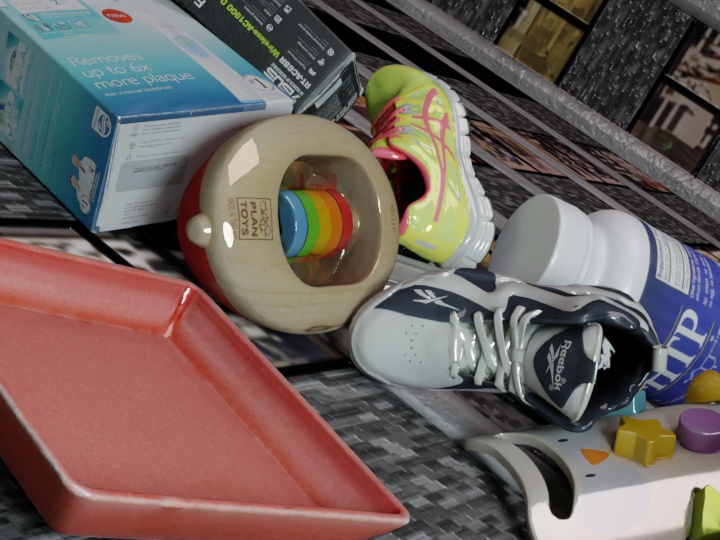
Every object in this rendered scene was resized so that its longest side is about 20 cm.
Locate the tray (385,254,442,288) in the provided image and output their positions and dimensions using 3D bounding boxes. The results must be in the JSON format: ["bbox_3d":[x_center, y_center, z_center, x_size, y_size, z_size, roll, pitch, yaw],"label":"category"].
[{"bbox_3d":[0.000,0.000,1.094,0.198,0.022,0.108,18,18,-14],"label":"tray"}]

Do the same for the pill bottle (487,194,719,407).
[{"bbox_3d":[0.199,0.024,1.168,0.198,0.121,0.120,25,15,-24],"label":"pill bottle"}]

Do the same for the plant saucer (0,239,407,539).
[{"bbox_3d":[-0.103,0.057,0.690,0.198,0.037,0.200,15,22,-48],"label":"plant saucer"}]

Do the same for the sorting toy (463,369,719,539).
[{"bbox_3d":[0.161,0.134,0.942,0.178,0.108,0.200,3,25,-23],"label":"sorting toy"}]

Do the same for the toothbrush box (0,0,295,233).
[{"bbox_3d":[-0.163,-0.119,1.021,0.145,0.086,0.200,-10,40,-43],"label":"toothbrush box"}]

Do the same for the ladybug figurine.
[{"bbox_3d":[-0.049,-0.028,0.972,0.071,0.138,0.199,-5,-4,33],"label":"ladybug figurine"}]

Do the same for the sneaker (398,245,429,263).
[{"bbox_3d":[-0.012,-0.056,1.252,0.081,0.075,0.199,30,4,41],"label":"sneaker"}]

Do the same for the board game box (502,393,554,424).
[{"bbox_3d":[0.151,0.078,1.190,0.135,0.028,0.200,34,14,10],"label":"board game box"}]

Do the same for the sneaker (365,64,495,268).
[{"bbox_3d":[0.035,-0.090,1.174,0.089,0.078,0.201,13,40,-35],"label":"sneaker"}]

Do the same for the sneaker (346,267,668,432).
[{"bbox_3d":[0.096,0.048,0.941,0.196,0.081,0.130,7,6,-10],"label":"sneaker"}]

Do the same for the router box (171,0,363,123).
[{"bbox_3d":[-0.088,-0.190,1.129,0.200,0.062,0.150,45,1,4],"label":"router box"}]
